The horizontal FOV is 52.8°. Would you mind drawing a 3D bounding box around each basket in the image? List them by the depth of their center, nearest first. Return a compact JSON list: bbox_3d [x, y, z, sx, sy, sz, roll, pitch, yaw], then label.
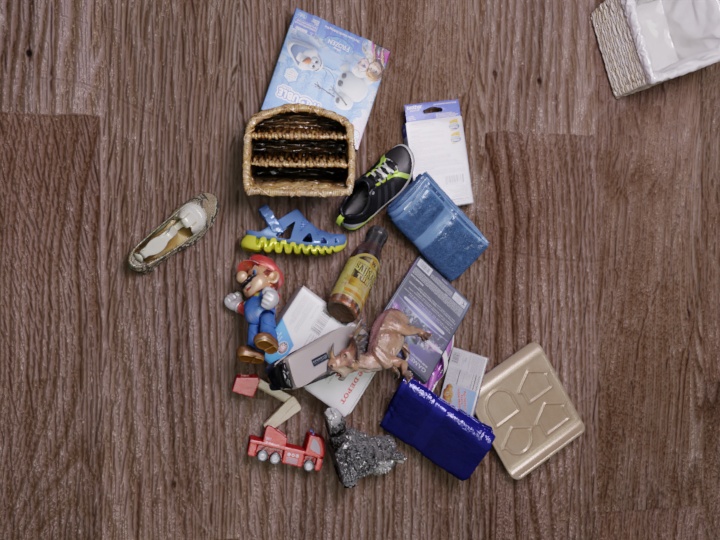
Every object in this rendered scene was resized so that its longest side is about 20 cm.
[{"bbox_3d":[-0.106,-0.215,1.275,0.194,0.149,0.147,2,108,-3],"label":"basket"},{"bbox_3d":[0.588,-0.475,1.438,0.193,0.161,0.205,-20,94,-11],"label":"basket"}]

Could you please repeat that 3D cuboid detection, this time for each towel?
[{"bbox_3d":[0.141,0.289,1.339,0.197,0.149,0.050,33,44,10],"label":"towel"},{"bbox_3d":[0.147,-0.079,1.376,0.112,0.049,0.200,-44,110,4],"label":"towel"}]

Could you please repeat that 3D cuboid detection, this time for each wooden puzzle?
[{"bbox_3d":[0.321,0.275,1.435,0.183,0.046,0.203,-31,90,-10],"label":"wooden puzzle"}]

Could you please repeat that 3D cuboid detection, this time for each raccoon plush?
[{"bbox_3d":[0.013,0.312,1.312,0.131,0.203,0.098,-18,51,-13],"label":"raccoon plush"}]

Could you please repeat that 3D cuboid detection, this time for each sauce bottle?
[{"bbox_3d":[0.000,0.000,1.326,0.065,0.066,0.203,30,55,-10],"label":"sauce bottle"}]

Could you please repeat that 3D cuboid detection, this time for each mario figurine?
[{"bbox_3d":[-0.193,0.055,1.275,0.120,0.107,0.204,-11,51,6],"label":"mario figurine"}]

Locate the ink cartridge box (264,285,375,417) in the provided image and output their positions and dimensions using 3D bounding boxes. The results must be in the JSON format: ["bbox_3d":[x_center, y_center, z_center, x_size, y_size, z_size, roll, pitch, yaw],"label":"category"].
[{"bbox_3d":[-0.071,0.147,1.335,0.198,0.086,0.148,36,82,-10],"label":"ink cartridge box"}]

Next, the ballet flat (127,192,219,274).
[{"bbox_3d":[-0.331,-0.066,1.291,0.199,0.075,0.068,-40,95,-9],"label":"ballet flat"}]

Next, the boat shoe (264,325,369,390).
[{"bbox_3d":[-0.077,0.152,1.261,0.197,0.092,0.077,-16,88,-40],"label":"boat shoe"}]

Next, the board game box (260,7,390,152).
[{"bbox_3d":[-0.065,-0.355,1.365,0.195,0.043,0.204,20,87,-10],"label":"board game box"}]

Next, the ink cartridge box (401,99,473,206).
[{"bbox_3d":[0.147,-0.221,1.407,0.116,0.042,0.206,-9,93,-10],"label":"ink cartridge box"}]

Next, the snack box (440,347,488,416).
[{"bbox_3d":[0.186,0.256,1.393,0.070,0.024,0.206,15,91,19],"label":"snack box"}]

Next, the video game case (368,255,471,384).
[{"bbox_3d":[0.115,0.089,1.367,0.142,0.019,0.202,41,58,-9],"label":"video game case"}]

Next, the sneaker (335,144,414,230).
[{"bbox_3d":[0.030,-0.154,1.347,0.071,0.083,0.201,38,87,14],"label":"sneaker"}]

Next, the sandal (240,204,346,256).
[{"bbox_3d":[-0.119,-0.072,1.335,0.194,0.079,0.090,6,85,-13],"label":"sandal"}]

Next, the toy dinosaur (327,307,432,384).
[{"bbox_3d":[0.039,0.116,1.251,0.135,0.086,0.201,40,50,-7],"label":"toy dinosaur"}]

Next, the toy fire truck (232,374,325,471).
[{"bbox_3d":[-0.150,0.279,1.336,0.195,0.049,0.145,15,86,-11],"label":"toy fire truck"}]

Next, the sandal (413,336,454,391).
[{"bbox_3d":[0.136,0.172,1.394,0.080,0.050,0.208,17,85,-12],"label":"sandal"}]
